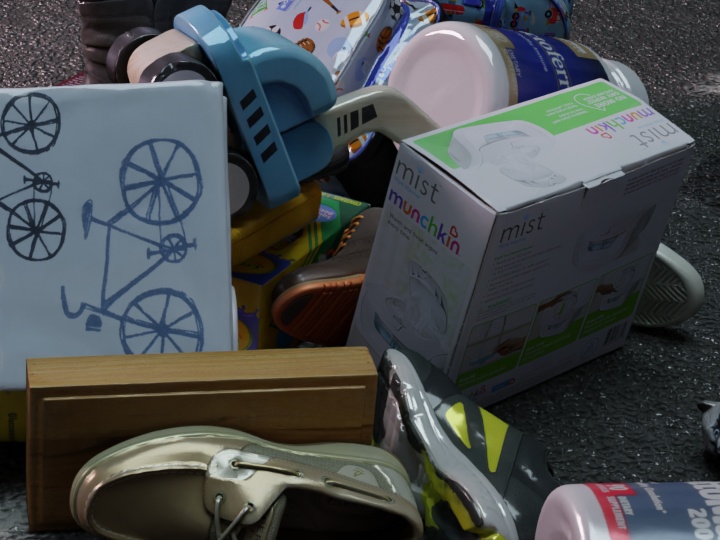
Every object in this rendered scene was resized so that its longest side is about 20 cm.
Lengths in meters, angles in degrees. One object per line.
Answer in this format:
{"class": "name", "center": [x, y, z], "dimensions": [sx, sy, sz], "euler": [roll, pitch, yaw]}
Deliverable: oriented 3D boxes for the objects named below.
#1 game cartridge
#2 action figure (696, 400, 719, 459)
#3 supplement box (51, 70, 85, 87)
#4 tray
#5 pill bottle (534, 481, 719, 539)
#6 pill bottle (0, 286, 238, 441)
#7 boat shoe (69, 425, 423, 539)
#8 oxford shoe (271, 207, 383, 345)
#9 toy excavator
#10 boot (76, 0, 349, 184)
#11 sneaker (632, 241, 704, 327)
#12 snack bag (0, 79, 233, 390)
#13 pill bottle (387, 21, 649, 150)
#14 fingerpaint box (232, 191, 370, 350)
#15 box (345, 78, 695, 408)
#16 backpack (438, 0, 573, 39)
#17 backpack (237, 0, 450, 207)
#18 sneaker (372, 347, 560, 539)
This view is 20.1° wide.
{"class": "game cartridge", "center": [-0.139, -0.045, 1.342], "dimensions": [0.176, 0.033, 0.200], "euler": [12, 14, 15]}
{"class": "action figure", "center": [0.291, 0.123, 1.243], "dimensions": [0.193, 0.105, 0.200], "euler": [14, 52, 33]}
{"class": "supplement box", "center": [-0.198, -0.092, 1.550], "dimensions": [0.061, 0.109, 0.200], "euler": [16, 27, 22]}
{"class": "tray", "center": [-0.093, 0.098, 1.185], "dimensions": [0.200, 0.099, 0.037], "euler": [-1, 28, -12]}
{"class": "pill bottle", "center": [0.199, 0.169, 1.065], "dimensions": [0.200, 0.120, 0.120], "euler": [0, 26, -10]}
{"class": "pill bottle", "center": [-0.178, 0.050, 1.256], "dimensions": [0.200, 0.113, 0.112], "euler": [1, 26, -7]}
{"class": "boat shoe", "center": [-0.063, 0.135, 1.152], "dimensions": [0.200, 0.072, 0.065], "euler": [3, 24, -15]}
{"class": "oxford shoe", "center": [0.000, 0.000, 1.402], "dimensions": [0.200, 0.071, 0.073], "euler": [-9, 58, -52]}
{"class": "toy excavator", "center": [-0.036, -0.097, 1.309], "dimensions": [0.200, 0.195, 0.100], "euler": [-27, 26, -11]}
{"class": "boot", "center": [-0.095, -0.129, 1.365], "dimensions": [0.200, 0.132, 0.070], "euler": [2, 16, -20]}
{"class": "sneaker", "center": [0.179, -0.021, 1.502], "dimensions": [0.200, 0.075, 0.084], "euler": [24, 35, 34]}
{"class": "snack bag", "center": [-0.174, -0.016, 1.193], "dimensions": [0.200, 0.189, 0.021], "euler": [-2, -4, -9]}
{"class": "pill bottle", "center": [0.124, -0.122, 1.540], "dimensions": [0.200, 0.116, 0.116], "euler": [2, 20, -46]}
{"class": "fingerpaint box", "center": [-0.118, -0.014, 1.441], "dimensions": [0.200, 0.074, 0.167], "euler": [16, 28, 23]}
{"class": "box", "center": [0.107, -0.014, 1.346], "dimensions": [0.200, 0.177, 0.097], "euler": [-20, 46, -39]}
{"class": "backpack", "center": [0.091, -0.202, 1.759], "dimensions": [0.200, 0.183, 0.135], "euler": [10, 32, -16]}
{"class": "backpack", "center": [-0.028, -0.141, 1.603], "dimensions": [0.190, 0.154, 0.200], "euler": [6, 55, 46]}
{"class": "sneaker", "center": [0.066, 0.118, 1.219], "dimensions": [0.084, 0.075, 0.200], "euler": [-1, 35, -24]}
